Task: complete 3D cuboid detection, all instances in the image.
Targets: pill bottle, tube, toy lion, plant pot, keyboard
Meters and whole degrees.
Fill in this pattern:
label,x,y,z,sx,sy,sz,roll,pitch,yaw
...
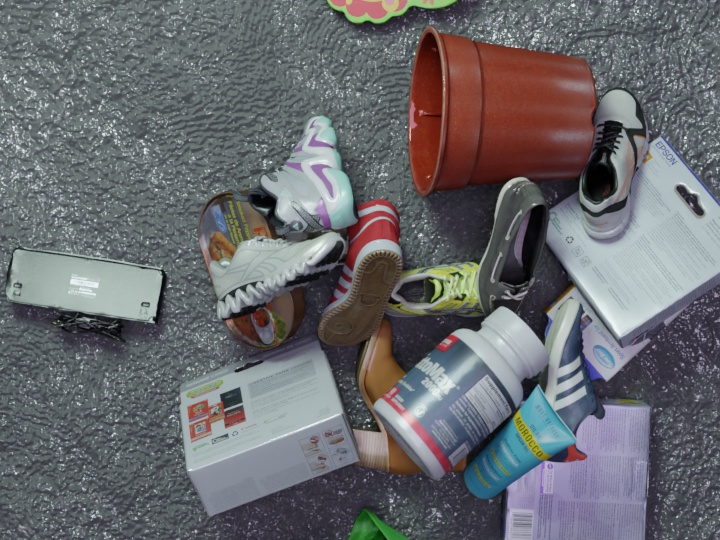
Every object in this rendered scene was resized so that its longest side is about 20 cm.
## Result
label,x,y,z,sx,sy,sz,roll,pitch,yaw
pill bottle,0.124,0.141,1.488,0.200,0.120,0.120,-41,93,-9
tube,0.190,0.214,1.495,0.050,0.200,0.078,-28,73,-37
toy lion,0.047,-0.390,1.551,0.199,0.069,0.193,26,99,-3
plant pot,0.171,-0.189,1.504,0.193,0.201,0.203,1,93,-10
keyboard,-0.351,0.035,1.576,0.198,0.040,0.105,9,69,-1

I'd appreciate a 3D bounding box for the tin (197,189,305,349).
label,x,y,z,sx,sy,sz,roll,pitch,yaw
tin,-0.134,-0.002,1.547,0.111,0.042,0.202,-15,94,36

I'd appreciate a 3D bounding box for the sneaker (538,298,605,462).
label,x,y,z,sx,sy,sz,roll,pitch,yaw
sneaker,0.265,0.139,1.531,0.084,0.075,0.202,11,92,1

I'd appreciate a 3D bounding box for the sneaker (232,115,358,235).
label,x,y,z,sx,sy,sz,roll,pitch,yaw
sneaker,-0.087,-0.112,1.496,0.139,0.201,0.078,-14,126,-2

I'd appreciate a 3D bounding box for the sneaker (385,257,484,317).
label,x,y,z,sx,sy,sz,roll,pitch,yaw
sneaker,0.119,0.027,1.560,0.198,0.076,0.076,-10,91,-4

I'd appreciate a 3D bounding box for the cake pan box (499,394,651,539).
label,x,y,z,sx,sy,sz,roll,pitch,yaw
cake pan box,0.274,0.262,1.589,0.182,0.052,0.202,1,92,0

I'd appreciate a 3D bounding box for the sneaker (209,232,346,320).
label,x,y,z,sx,sy,sz,roll,pitch,yaw
sneaker,-0.105,-0.008,1.469,0.199,0.075,0.082,-25,80,32

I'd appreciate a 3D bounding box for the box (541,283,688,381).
label,x,y,z,sx,sy,sz,roll,pitch,yaw
box,0.327,0.045,1.586,0.200,0.041,0.119,-42,92,2

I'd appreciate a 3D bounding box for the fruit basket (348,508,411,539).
label,x,y,z,sx,sy,sz,roll,pitch,yaw
fruit basket,-0.010,0.385,1.510,0.214,0.216,0.157,21,92,-2

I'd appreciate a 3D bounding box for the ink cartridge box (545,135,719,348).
label,x,y,z,sx,sy,sz,roll,pitch,yaw
ink cartridge box,0.348,-0.037,1.535,0.199,0.043,0.197,-32,61,1

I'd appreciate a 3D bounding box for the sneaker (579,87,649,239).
label,x,y,z,sx,sy,sz,roll,pitch,yaw
sneaker,0.311,-0.143,1.528,0.073,0.080,0.202,2,66,21

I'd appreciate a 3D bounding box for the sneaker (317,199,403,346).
label,x,y,z,sx,sy,sz,roll,pitch,yaw
sneaker,0.000,0.000,1.512,0.071,0.201,0.113,13,48,-17

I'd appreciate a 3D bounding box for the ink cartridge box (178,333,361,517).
label,x,y,z,sx,sy,sz,roll,pitch,yaw
ink cartridge box,-0.117,0.187,1.542,0.198,0.176,0.084,-20,124,0

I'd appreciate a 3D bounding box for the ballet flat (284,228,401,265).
label,x,y,z,sx,sy,sz,roll,pitch,yaw
ballet flat,-0.047,-0.031,1.558,0.198,0.069,0.070,-4,93,-1

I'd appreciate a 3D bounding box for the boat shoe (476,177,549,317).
label,x,y,z,sx,sy,sz,roll,pitch,yaw
boat shoe,0.185,-0.012,1.495,0.066,0.057,0.202,-9,124,-23

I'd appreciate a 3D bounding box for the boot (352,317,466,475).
label,x,y,z,sx,sy,sz,roll,pitch,yaw
boot,0.069,0.160,1.565,0.154,0.077,0.202,5,90,-3
